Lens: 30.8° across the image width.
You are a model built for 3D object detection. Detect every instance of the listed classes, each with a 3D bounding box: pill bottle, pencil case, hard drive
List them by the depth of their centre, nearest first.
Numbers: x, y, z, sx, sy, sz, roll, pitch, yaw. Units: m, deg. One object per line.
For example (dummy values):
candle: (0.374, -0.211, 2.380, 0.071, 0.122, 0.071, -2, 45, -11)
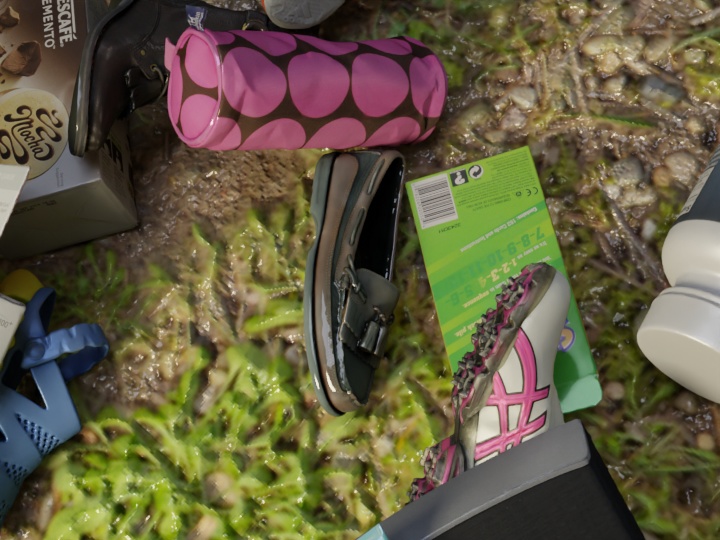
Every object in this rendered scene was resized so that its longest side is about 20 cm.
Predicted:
hard drive: (0.076, 0.193, 0.781, 0.198, 0.042, 0.136, -30, 98, 2)
pill bottle: (0.262, -0.020, 0.833, 0.119, 0.120, 0.201, 26, 74, 23)
pencil case: (-0.039, -0.133, 0.933, 0.094, 0.198, 0.092, 40, 123, 48)

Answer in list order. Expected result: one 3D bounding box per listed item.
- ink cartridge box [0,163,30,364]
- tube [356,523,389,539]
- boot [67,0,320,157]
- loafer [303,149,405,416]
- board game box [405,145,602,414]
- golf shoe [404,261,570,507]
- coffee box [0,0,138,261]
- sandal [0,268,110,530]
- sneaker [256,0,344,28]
ink cartridge box: (-0.296, 0.010, 0.933, 0.199, 0.043, 0.176, 8, 72, 51)
tube: (0.038, 0.245, 0.744, 0.077, 0.050, 0.201, -36, 94, 5)
boot: (-0.116, -0.143, 0.973, 0.172, 0.069, 0.202, 20, 54, -9)
loafer: (0.000, 0.000, 0.909, 0.062, 0.072, 0.203, -12, 60, 21)
board game box: (0.098, 0.015, 0.908, 0.094, 0.030, 0.202, -16, 60, 7)
golf shoe: (0.097, 0.096, 0.825, 0.091, 0.073, 0.203, 20, 97, -5)
coffee box: (-0.246, -0.124, 1.027, 0.111, 0.080, 0.203, -14, 63, 8)
sandal: (-0.236, 0.101, 0.923, 0.086, 0.080, 0.203, 14, 74, -2)
sneaker: (-0.006, -0.262, 1.031, 0.198, 0.078, 0.082, -27, 40, -21)
